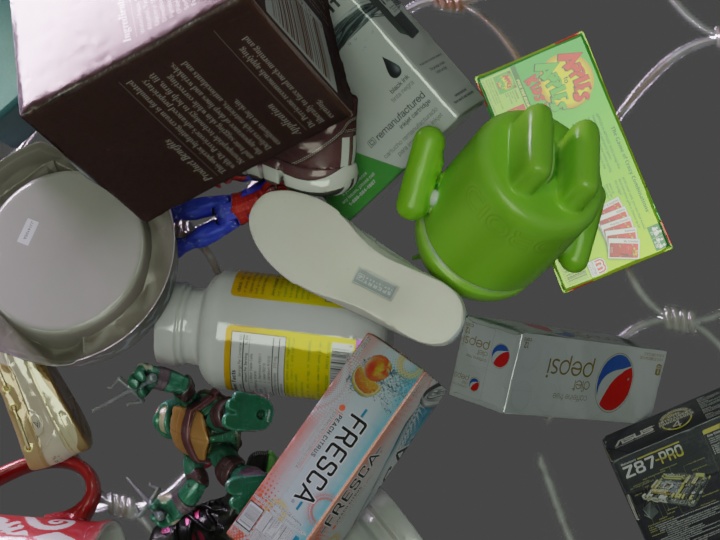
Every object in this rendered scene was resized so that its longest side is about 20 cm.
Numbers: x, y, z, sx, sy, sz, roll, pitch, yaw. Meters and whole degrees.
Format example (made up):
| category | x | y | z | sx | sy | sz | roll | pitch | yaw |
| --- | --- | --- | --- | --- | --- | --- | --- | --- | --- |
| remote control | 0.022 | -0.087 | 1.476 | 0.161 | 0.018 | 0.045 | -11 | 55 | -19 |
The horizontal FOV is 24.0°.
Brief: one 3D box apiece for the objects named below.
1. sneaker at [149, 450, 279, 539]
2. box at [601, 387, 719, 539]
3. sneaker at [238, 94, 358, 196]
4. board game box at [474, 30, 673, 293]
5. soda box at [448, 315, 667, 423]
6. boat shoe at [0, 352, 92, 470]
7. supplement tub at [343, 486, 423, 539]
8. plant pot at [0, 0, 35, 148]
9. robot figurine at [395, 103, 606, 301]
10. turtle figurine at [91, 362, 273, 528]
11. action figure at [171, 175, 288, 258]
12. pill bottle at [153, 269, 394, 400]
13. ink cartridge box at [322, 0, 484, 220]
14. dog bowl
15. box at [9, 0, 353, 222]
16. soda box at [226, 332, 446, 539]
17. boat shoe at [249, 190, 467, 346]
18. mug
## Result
| category | x | y | z | sx | sy | sz | roll | pitch | yaw |
| --- | --- | --- | --- | --- | --- | --- | --- | --- | --- |
| sneaker | -0.139 | 0.238 | 1.485 | 0.084 | 0.077 | 0.200 | 35 | 94 | -1 |
| box | 0.325 | 0.177 | 1.429 | 0.199 | 0.049 | 0.162 | -25 | 113 | 6 |
| sneaker | -0.090 | -0.137 | 1.393 | 0.199 | 0.076 | 0.116 | 12 | 109 | 10 |
| board game box | 0.183 | -0.092 | 1.457 | 0.101 | 0.048 | 0.201 | -23 | 90 | 5 |
| soda box | 0.166 | 0.084 | 1.396 | 0.064 | 0.200 | 0.068 | 17 | 96 | 45 |
| boat shoe | -0.312 | 0.084 | 1.490 | 0.069 | 0.074 | 0.200 | -30 | 83 | -1 |
| supplement tub | -0.033 | 0.288 | 1.429 | 0.200 | 0.140 | 0.141 | -35 | 89 | -10 |
| plant pot | -0.273 | -0.227 | 1.452 | 0.200 | 0.141 | 0.142 | -38 | 89 | -1 |
| robot figurine | 0.118 | -0.050 | 1.367 | 0.175 | 0.200 | 0.116 | 15 | 55 | -18 |
| turtle figurine | -0.145 | 0.139 | 1.438 | 0.100 | 0.200 | 0.150 | -28 | 109 | -32 |
| action figure | -0.126 | -0.046 | 1.465 | 0.199 | 0.099 | 0.066 | -19 | 91 | 3 |
| pill bottle | -0.073 | 0.055 | 1.457 | 0.199 | 0.104 | 0.105 | 7 | 93 | 5 |
| ink cartridge box | -0.018 | -0.166 | 1.435 | 0.200 | 0.083 | 0.147 | 48 | 116 | 2 |
| dog bowl | -0.245 | -0.010 | 1.427 | 0.199 | 0.059 | 0.201 | -3 | 72 | 9 |
| box | -0.138 | -0.176 | 1.293 | 0.199 | 0.166 | 0.165 | -25 | 53 | 16 |
| soda box | -0.018 | 0.153 | 1.356 | 0.063 | 0.068 | 0.200 | 34 | 87 | 25 |
| boat shoe | 0.000 | 0.000 | 1.390 | 0.199 | 0.069 | 0.072 | 24 | 84 | 10 |
| mug | -0.315 | 0.260 | 1.495 | 0.199 | 0.178 | 0.134 | 5 | 129 | 9 |
